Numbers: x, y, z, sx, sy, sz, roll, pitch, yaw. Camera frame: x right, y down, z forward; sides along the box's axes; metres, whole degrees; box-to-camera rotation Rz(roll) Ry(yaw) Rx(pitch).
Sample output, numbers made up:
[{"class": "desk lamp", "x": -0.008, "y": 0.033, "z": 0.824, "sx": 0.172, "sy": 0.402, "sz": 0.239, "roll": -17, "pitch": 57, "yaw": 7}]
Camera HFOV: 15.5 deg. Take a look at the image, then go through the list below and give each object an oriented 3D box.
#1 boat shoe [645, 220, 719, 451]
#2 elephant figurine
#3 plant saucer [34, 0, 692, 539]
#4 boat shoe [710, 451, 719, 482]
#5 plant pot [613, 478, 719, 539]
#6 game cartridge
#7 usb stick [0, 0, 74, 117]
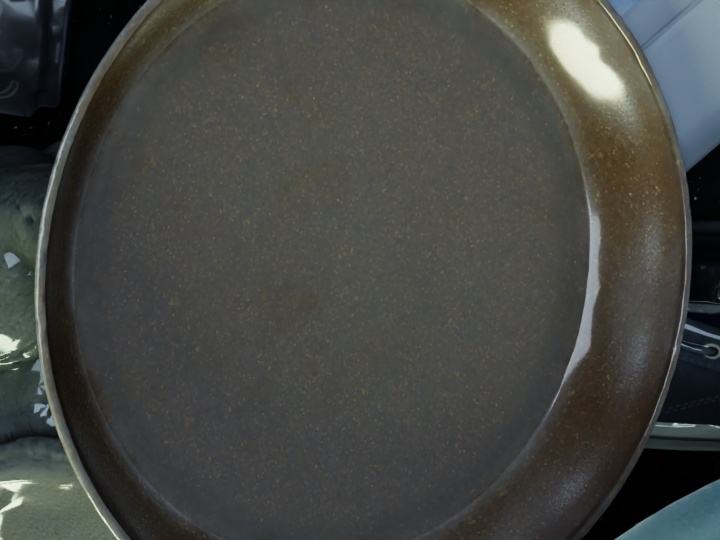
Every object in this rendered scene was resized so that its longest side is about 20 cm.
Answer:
[{"class": "boat shoe", "x": 0.156, "y": 0.015, "z": 0.798, "sx": 0.198, "sy": 0.075, "sz": 0.063, "roll": 0, "pitch": 128, "yaw": 1}, {"class": "elephant figurine", "x": -0.072, "y": 0.064, "z": 0.767, "sx": 0.141, "sy": 0.155, "sz": 0.201, "roll": -15, "pitch": 104, "yaw": -42}, {"class": "plant saucer", "x": 0.000, "y": 0.000, "z": 0.711, "sx": 0.199, "sy": 0.032, "sz": 0.202, "roll": -4, "pitch": 98, "yaw": -30}, {"class": "boat shoe", "x": 0.115, "y": 0.086, "z": 0.810, "sx": 0.198, "sy": 0.075, "sz": 0.066, "roll": -23, "pitch": 66, "yaw": -8}, {"class": "plant pot", "x": 0.135, "y": 0.161, "z": 0.733, "sx": 0.200, "sy": 0.201, "sz": 0.135, "roll": -31, "pitch": 53, "yaw": 0}, {"class": "game cartridge", "x": 0.021, "y": -0.092, "z": 0.751, "sx": 0.133, "sy": 0.042, "sz": 0.200, "roll": -39, "pitch": 107, "yaw": 14}, {"class": "usb stick", "x": -0.186, "y": -0.084, "z": 0.794, "sx": 0.199, "sy": 0.033, "sz": 0.056, "roll": 9, "pitch": 118, "yaw": -3}]
